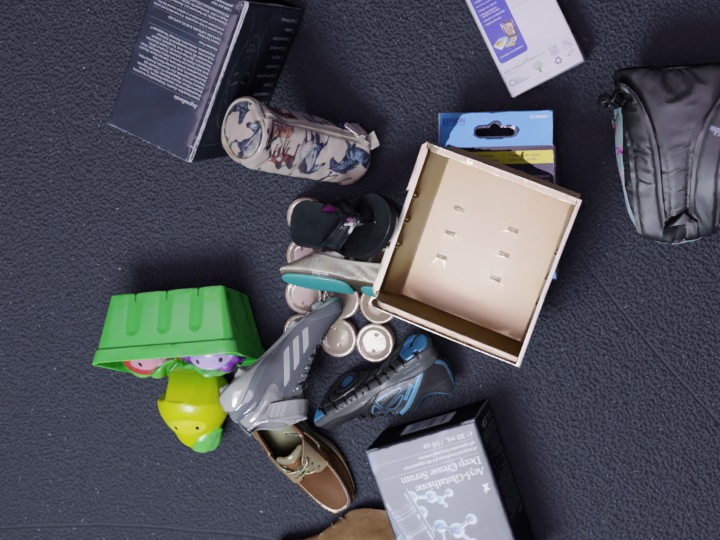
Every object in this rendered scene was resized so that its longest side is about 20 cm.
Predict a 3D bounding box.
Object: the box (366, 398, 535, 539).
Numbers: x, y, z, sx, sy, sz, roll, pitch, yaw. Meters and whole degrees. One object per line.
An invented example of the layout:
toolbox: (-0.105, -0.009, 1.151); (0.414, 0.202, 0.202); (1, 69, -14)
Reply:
box: (0.114, 0.284, 1.704); (0.147, 0.107, 0.202); (-19, 94, 17)

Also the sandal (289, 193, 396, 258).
sandal: (-0.031, -0.052, 1.651); (0.199, 0.048, 0.076); (-2, 86, 52)

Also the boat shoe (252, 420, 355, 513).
boat shoe: (-0.085, 0.233, 1.757); (0.075, 0.074, 0.201); (-35, 100, 18)

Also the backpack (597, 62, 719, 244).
backpack: (0.367, -0.132, 1.562); (0.165, 0.126, 0.203); (0, 100, 27)

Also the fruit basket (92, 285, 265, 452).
fruit basket: (-0.225, 0.131, 1.764); (0.213, 0.155, 0.219); (-3, 80, 16)

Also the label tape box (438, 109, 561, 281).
label tape box: (0.168, -0.090, 1.655); (0.141, 0.066, 0.203); (0, 96, 14)

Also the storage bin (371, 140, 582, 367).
storage bin: (0.131, -0.026, 1.589); (0.196, 0.094, 0.202); (21, 102, 9)

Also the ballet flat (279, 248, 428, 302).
ballet flat: (0.000, 0.000, 1.709); (0.197, 0.068, 0.063); (10, 73, 10)

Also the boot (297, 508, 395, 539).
boot: (-0.025, 0.352, 1.785); (0.198, 0.074, 0.076); (-5, 68, 22)

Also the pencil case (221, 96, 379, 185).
pencil case: (-0.074, -0.155, 1.643); (0.089, 0.199, 0.078); (-44, 57, 31)

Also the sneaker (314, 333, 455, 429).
sneaker: (0.028, 0.160, 1.727); (0.199, 0.074, 0.082); (-30, 114, 28)

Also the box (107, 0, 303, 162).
box: (-0.183, -0.247, 1.655); (0.123, 0.200, 0.199); (23, 103, 12)

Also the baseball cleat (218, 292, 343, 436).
baseball cleat: (-0.079, 0.125, 1.706); (0.200, 0.070, 0.107); (-41, 80, -11)

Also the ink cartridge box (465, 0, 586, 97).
ink cartridge box: (0.182, -0.317, 1.630); (0.099, 0.039, 0.202); (-25, 93, 17)

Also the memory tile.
memory tile: (-0.023, 0.011, 1.747); (0.151, 0.017, 0.203); (5, 99, 14)
